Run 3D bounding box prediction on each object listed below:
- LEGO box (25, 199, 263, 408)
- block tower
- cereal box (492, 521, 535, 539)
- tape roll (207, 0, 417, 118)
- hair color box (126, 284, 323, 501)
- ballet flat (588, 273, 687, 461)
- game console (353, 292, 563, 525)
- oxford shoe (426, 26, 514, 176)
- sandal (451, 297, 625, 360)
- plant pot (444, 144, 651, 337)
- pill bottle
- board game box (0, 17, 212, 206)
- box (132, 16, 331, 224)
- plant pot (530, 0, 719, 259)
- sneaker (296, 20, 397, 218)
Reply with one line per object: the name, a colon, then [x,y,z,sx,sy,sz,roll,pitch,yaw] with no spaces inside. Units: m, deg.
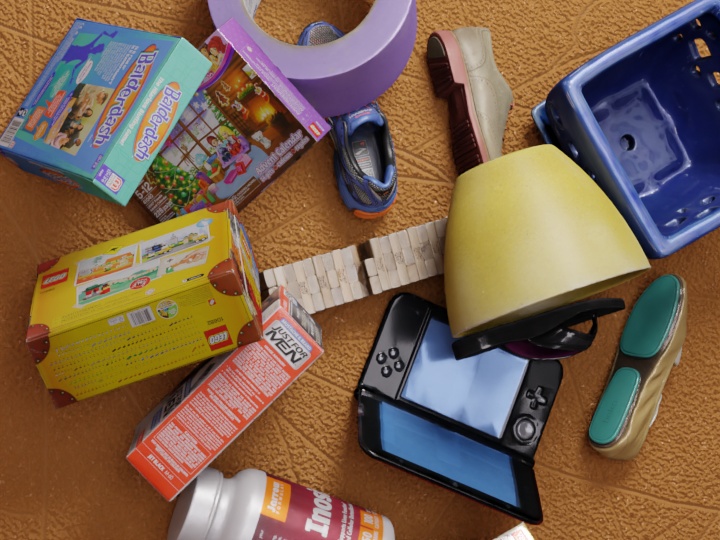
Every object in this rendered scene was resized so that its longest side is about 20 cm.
LEGO box: [-0.195,0.028,1.536,0.198,0.149,0.078,-18,118,4]
block tower: [0.000,0.000,1.670,0.198,0.058,0.055,-16,91,-13]
cereal box: [0.079,0.329,1.626,0.199,0.144,0.040,-27,61,-15]
tape roll: [-0.044,-0.254,1.622,0.197,0.085,0.202,-1,70,4]
hair color box: [-0.125,0.112,1.576,0.200,0.111,0.064,-43,99,4]
ballet flat: [0.293,0.102,1.742,0.063,0.068,0.202,32,81,-38]
game console: [0.104,0.131,1.655,0.198,0.119,0.174,24,81,-12]
oxford shoe: [0.129,-0.150,1.706,0.074,0.070,0.202,-15,92,-21]
sandal: [0.180,0.069,1.688,0.199,0.075,0.048,-15,82,-27]
plant pot: [0.158,-0.035,1.607,0.198,0.200,0.143,-18,84,-14]
pill bottle: [-0.077,0.256,1.604,0.198,0.113,0.114,21,82,-12]
board game box: [-0.238,-0.149,1.548,0.045,0.199,0.153,38,78,-37]
box: [-0.141,-0.121,1.585,0.137,0.200,0.039,47,33,-6]
plant pot: [0.294,-0.135,1.688,0.199,0.180,0.201,-31,94,-13]
sneaker: [-0.005,-0.154,1.663,0.075,0.078,0.202,-22,86,-16]
